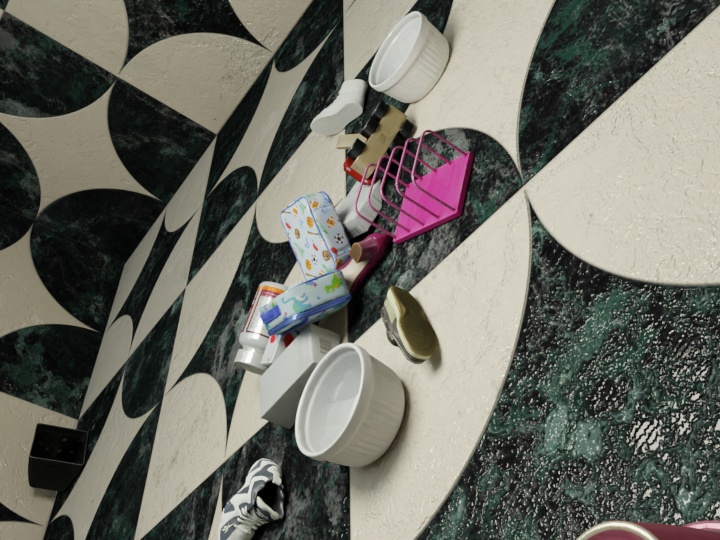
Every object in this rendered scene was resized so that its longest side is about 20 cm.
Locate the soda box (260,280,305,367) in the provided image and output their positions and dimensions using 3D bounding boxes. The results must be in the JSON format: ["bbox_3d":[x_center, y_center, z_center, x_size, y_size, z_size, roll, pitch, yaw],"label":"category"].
[{"bbox_3d":[-0.152,0.128,1.701,0.064,0.068,0.201,-15,52,59],"label":"soda box"}]

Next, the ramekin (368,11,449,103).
[{"bbox_3d":[0.119,-0.489,1.773,0.200,0.105,0.201,-44,30,34],"label":"ramekin"}]

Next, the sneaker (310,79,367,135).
[{"bbox_3d":[-0.054,-0.459,2.119,0.199,0.074,0.116,-19,46,43],"label":"sneaker"}]

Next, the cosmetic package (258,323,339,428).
[{"bbox_3d":[-0.126,0.219,1.559,0.200,0.081,0.113,-48,32,31],"label":"cosmetic package"}]

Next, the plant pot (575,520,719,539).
[{"bbox_3d":[0.265,0.298,0.631,0.200,0.178,0.201,-44,30,35],"label":"plant pot"}]

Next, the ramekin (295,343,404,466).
[{"bbox_3d":[-0.014,0.235,1.290,0.200,0.105,0.201,-42,32,35],"label":"ramekin"}]

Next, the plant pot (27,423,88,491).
[{"bbox_3d":[-1.189,0.741,2.951,0.200,0.198,0.179,-115,44,-59],"label":"plant pot"}]

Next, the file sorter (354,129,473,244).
[{"bbox_3d":[0.098,-0.164,1.466,0.199,0.125,0.140,-23,45,53],"label":"file sorter"}]

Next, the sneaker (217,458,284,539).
[{"bbox_3d":[-0.206,0.472,1.463,0.200,0.079,0.129,-56,15,-10],"label":"sneaker"}]

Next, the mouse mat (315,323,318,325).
[{"bbox_3d":[-0.161,0.195,1.739,0.200,0.007,0.162,-30,40,51],"label":"mouse mat"}]

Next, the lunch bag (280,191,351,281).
[{"bbox_3d":[-0.102,-0.074,1.703,0.160,0.075,0.202,-28,83,55],"label":"lunch bag"}]

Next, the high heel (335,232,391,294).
[{"bbox_3d":[0.000,0.000,1.606,0.068,0.096,0.200,56,140,19],"label":"high heel"}]

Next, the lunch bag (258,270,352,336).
[{"bbox_3d":[-0.119,0.073,1.577,0.200,0.160,0.083,-32,79,61],"label":"lunch bag"}]

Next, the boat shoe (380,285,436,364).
[{"bbox_3d":[0.078,0.104,1.314,0.066,0.071,0.201,-62,23,24],"label":"boat shoe"}]

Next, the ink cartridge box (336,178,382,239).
[{"bbox_3d":[0.001,-0.150,1.754,0.162,0.057,0.200,-24,24,53],"label":"ink cartridge box"}]

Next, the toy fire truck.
[{"bbox_3d":[0.008,-0.283,1.762,0.177,0.128,0.200,-60,8,-21],"label":"toy fire truck"}]

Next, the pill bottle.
[{"bbox_3d":[-0.218,0.137,1.770,0.109,0.109,0.201,-14,52,57],"label":"pill bottle"}]
